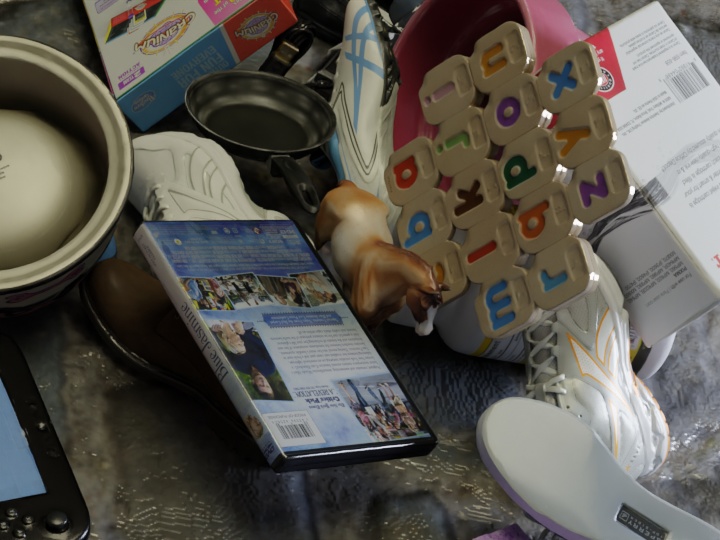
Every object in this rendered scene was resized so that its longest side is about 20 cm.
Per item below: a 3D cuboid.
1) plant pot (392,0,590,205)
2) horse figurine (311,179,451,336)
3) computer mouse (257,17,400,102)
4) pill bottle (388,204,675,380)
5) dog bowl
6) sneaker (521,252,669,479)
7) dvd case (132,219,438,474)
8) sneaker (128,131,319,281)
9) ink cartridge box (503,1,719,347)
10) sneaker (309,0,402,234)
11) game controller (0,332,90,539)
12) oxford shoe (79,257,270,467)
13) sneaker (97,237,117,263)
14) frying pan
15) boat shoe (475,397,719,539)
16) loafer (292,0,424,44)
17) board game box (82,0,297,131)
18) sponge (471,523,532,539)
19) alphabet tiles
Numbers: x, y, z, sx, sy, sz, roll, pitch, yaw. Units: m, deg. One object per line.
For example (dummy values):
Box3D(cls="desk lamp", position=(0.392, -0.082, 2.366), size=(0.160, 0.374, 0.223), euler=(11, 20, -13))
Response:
Box3D(cls="plant pot", position=(0.135, -0.111, 1.819), size=(0.178, 0.200, 0.200), euler=(14, 32, -35))
Box3D(cls="horse figurine", position=(0.000, 0.000, 1.641), size=(0.050, 0.133, 0.201), euler=(2, 39, -19))
Box3D(cls="computer mouse", position=(-0.015, -0.158, 1.886), size=(0.199, 0.110, 0.044), euler=(-5, 48, -43))
Box3D(cls="pill bottle", position=(0.122, 0.011, 1.702), size=(0.199, 0.113, 0.113), euler=(10, 36, -13))
Box3D(cls="dog bowl", position=(-0.251, -0.056, 1.595), size=(0.199, 0.074, 0.201), euler=(1, 62, -3))
Box3D(cls="sneaker", position=(0.140, 0.067, 1.599), size=(0.092, 0.075, 0.201), euler=(-35, 104, -41))
Box3D(cls="dvd case", position=(-0.048, 0.045, 1.534), size=(0.142, 0.018, 0.200), euler=(-1, 49, -46))
Box3D(cls="sneaker", position=(-0.120, -0.031, 1.668), size=(0.099, 0.078, 0.200), euler=(-20, 46, -40))
Box3D(cls="ink cartridge box", position=(0.205, -0.068, 1.646), size=(0.144, 0.084, 0.200), euler=(-31, 82, -44))
Box3D(cls="sneaker", position=(-0.005, -0.118, 1.788), size=(0.072, 0.072, 0.201), euler=(-4, 69, 10))
Box3D(cls="game controller", position=(-0.240, 0.111, 1.462), size=(0.104, 0.042, 0.200), euler=(-2, 40, -28))
Box3D(cls="oxford shoe", position=(-0.105, 0.040, 1.583), size=(0.199, 0.085, 0.073), euler=(34, 39, 21))
Box3D(cls="sneaker", position=(-0.243, -0.076, 1.678), size=(0.066, 0.079, 0.200), euler=(-20, 53, -44))
Box3D(cls="frying pan", position=(-0.051, -0.093, 1.723), size=(0.114, 0.031, 0.190), euler=(-16, 44, -38))
Box3D(cls="boat shoe", position=(0.154, 0.161, 1.553), size=(0.201, 0.086, 0.075), euler=(32, 64, -1))
Box3D(cls="loafer", position=(0.037, -0.206, 1.984), size=(0.200, 0.071, 0.068), euler=(27, 36, 10))
Box3D(cls="board game box", position=(-0.143, -0.221, 1.862), size=(0.040, 0.153, 0.201), euler=(46, 15, -42))
Box3D(cls="sponge", position=(0.053, 0.226, 1.458), size=(0.199, 0.030, 0.112), euler=(-13, 47, -37))
Box3D(cls="alphabet tiles", position=(0.098, -0.061, 1.586), size=(0.015, 0.195, 0.201), euler=(9, 59, -46))
